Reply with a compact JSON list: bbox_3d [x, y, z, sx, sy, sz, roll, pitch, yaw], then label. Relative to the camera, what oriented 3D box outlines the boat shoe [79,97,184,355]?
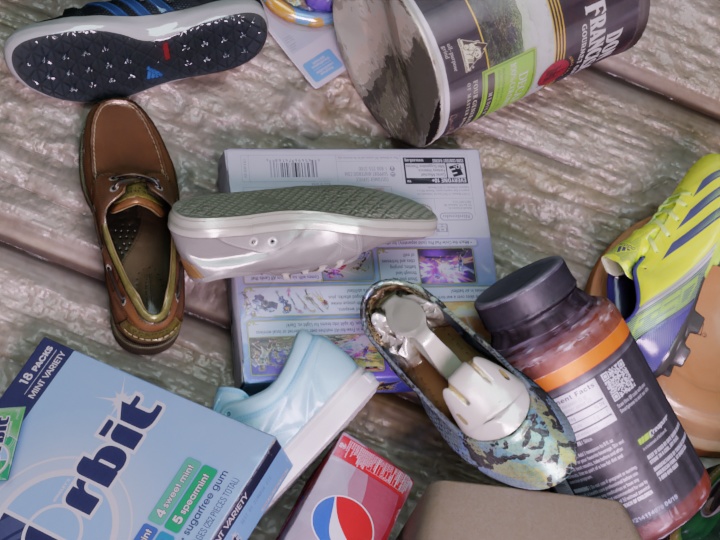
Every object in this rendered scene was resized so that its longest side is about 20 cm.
[{"bbox_3d":[-0.158,-0.043,1.141,0.072,0.068,0.200,-10,71,-15],"label":"boat shoe"}]

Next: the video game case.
[{"bbox_3d":[0.000,0.000,1.174,0.200,0.045,0.182,-1,69,-14],"label":"video game case"}]

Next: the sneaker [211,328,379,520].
[{"bbox_3d":[-0.081,0.124,1.080,0.082,0.074,0.200,43,79,7],"label":"sneaker"}]

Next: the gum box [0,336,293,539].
[{"bbox_3d":[-0.171,0.151,1.022,0.200,0.045,0.170,20,64,27],"label":"gum box"}]

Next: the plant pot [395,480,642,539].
[{"bbox_3d":[0.096,0.249,1.028,0.200,0.200,0.177,9,55,-10],"label":"plant pot"}]

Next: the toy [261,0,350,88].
[{"bbox_3d":[-0.050,-0.256,1.263,0.115,0.047,0.200,-35,80,-21],"label":"toy"}]

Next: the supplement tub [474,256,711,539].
[{"bbox_3d":[0.158,0.092,1.114,0.107,0.107,0.200,-33,98,-23],"label":"supplement tub"}]

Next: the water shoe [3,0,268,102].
[{"bbox_3d":[-0.172,-0.180,1.205,0.200,0.072,0.079,-8,43,-15],"label":"water shoe"}]

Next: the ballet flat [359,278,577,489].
[{"bbox_3d":[0.063,0.071,1.055,0.074,0.074,0.200,-31,46,-22],"label":"ballet flat"}]

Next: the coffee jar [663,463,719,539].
[{"bbox_3d":[0.288,0.177,1.089,0.085,0.200,0.104,46,69,-4],"label":"coffee jar"}]

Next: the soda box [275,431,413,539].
[{"bbox_3d":[-0.035,0.206,1.040,0.063,0.070,0.200,32,47,-1],"label":"soda box"}]

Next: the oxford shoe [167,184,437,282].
[{"bbox_3d":[-0.041,-0.024,1.122,0.200,0.075,0.058,-5,112,-23],"label":"oxford shoe"}]

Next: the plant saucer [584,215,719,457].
[{"bbox_3d":[0.271,0.044,1.230,0.200,0.032,0.201,5,67,-11],"label":"plant saucer"}]

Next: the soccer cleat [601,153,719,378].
[{"bbox_3d":[0.229,-0.014,1.192,0.084,0.065,0.200,25,66,0],"label":"soccer cleat"}]

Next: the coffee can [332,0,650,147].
[{"bbox_3d":[0.100,-0.200,1.223,0.200,0.146,0.146,-27,77,-21],"label":"coffee can"}]
